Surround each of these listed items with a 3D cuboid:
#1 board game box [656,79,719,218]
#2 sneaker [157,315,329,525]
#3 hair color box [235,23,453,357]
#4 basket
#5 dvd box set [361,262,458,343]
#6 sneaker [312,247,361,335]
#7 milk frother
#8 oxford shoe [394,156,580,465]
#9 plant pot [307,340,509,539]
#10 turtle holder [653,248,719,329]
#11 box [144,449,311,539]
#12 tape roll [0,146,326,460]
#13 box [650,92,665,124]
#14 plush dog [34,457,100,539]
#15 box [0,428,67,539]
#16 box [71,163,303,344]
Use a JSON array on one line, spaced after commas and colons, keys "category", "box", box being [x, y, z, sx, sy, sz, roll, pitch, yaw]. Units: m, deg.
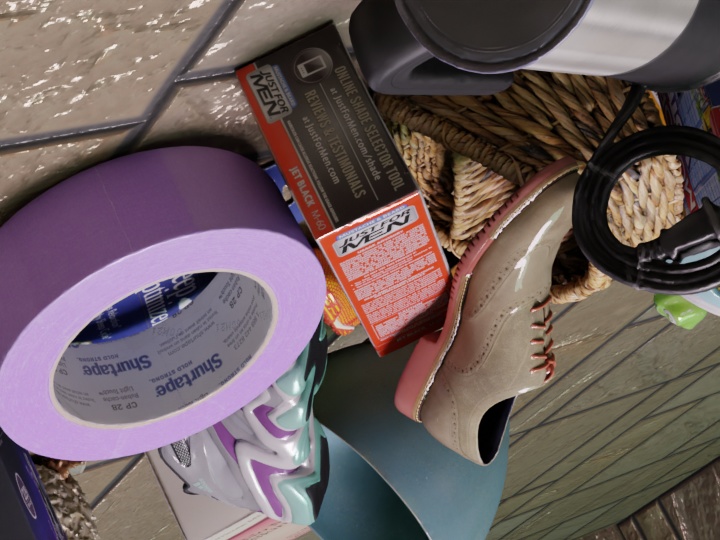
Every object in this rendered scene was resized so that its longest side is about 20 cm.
[{"category": "board game box", "box": [0.212, -0.092, 1.110, 0.062, 0.200, 0.200, -12, 163, -3]}, {"category": "sneaker", "box": [-0.095, 0.083, 1.231, 0.140, 0.078, 0.200, 7, 124, 10]}, {"category": "hair color box", "box": [-0.001, -0.038, 1.043, 0.064, 0.111, 0.200, -26, 157, -1]}, {"category": "basket", "box": [0.102, -0.047, 1.156, 0.149, 0.143, 0.200, -26, 164, -7]}, {"category": "dvd box set", "box": [0.102, -0.004, 1.443, 0.200, 0.029, 0.146, -41, 173, 41]}, {"category": "sneaker", "box": [0.000, 0.000, 1.307, 0.077, 0.073, 0.200, -47, 167, 13]}, {"category": "milk frother", "box": [0.116, -0.097, 0.903, 0.181, 0.200, 0.188, -47, 156, 28]}, {"category": "oxford shoe", "box": [0.090, 0.025, 1.054, 0.070, 0.075, 0.200, -25, 149, -44]}, {"category": "plant pot", "box": [0.032, 0.127, 1.379, 0.135, 0.200, 0.200, -42, 171, -24]}, {"category": "turtle holder", "box": [0.261, -0.027, 1.356, 0.185, 0.132, 0.141, -36, 164, 29]}, {"category": "box", "box": [-0.072, 0.155, 1.571, 0.128, 0.109, 0.200, -31, 164, 17]}, {"category": "tape roll", "box": [-0.122, 0.022, 1.064, 0.200, 0.066, 0.200, -20, 147, -14]}, {"category": "box", "box": [0.264, -0.134, 1.333, 0.200, 0.042, 0.119, -33, 163, 26]}, {"category": "plush dog", "box": [-0.240, 0.236, 1.435, 0.160, 0.172, 0.200, -29, 163, 7]}, {"category": "box", "box": [-0.234, 0.162, 1.170, 0.079, 0.141, 0.200, -26, -175, -7]}, {"category": "box", "box": [-0.116, -0.002, 1.153, 0.200, 0.032, 0.121, -26, 164, -9]}]
